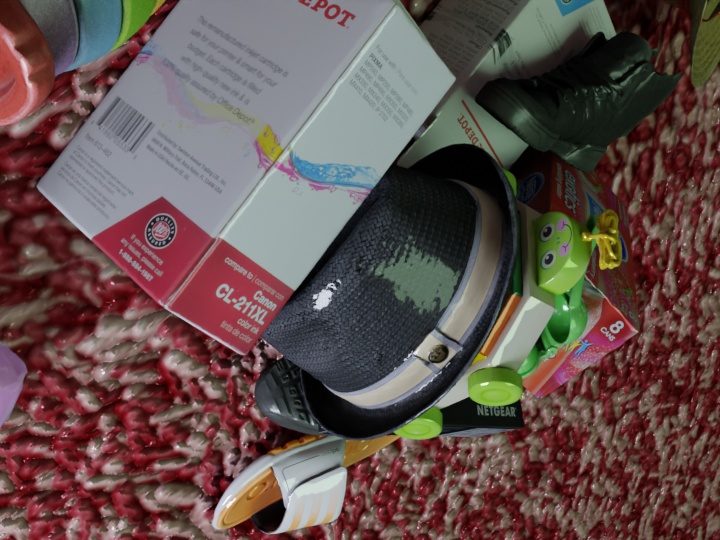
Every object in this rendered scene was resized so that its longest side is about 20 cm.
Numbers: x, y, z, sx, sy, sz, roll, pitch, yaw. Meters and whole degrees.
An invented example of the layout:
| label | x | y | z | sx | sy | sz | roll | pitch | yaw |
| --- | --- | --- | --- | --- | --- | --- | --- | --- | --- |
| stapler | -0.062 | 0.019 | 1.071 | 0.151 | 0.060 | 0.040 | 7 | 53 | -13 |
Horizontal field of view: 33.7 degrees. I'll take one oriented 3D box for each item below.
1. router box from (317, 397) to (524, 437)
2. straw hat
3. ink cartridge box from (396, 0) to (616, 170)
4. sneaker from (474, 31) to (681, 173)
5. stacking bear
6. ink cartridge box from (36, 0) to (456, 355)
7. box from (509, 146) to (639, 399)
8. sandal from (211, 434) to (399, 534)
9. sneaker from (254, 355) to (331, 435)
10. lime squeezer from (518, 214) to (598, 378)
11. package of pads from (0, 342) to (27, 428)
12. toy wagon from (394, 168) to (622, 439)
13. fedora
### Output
| label | x | y | z | sx | sy | sz | roll | pitch | yaw |
| --- | --- | --- | --- | --- | --- | --- | --- | --- | --- |
| router box | 0.042 | 0.044 | 0.897 | 0.200 | 0.052 | 0.158 | 10 | 69 | -51 |
| straw hat | 0.264 | -0.250 | 0.947 | 0.201 | 0.085 | 0.201 | -50 | 154 | -36 |
| ink cartridge box | 0.088 | -0.138 | 0.859 | 0.200 | 0.068 | 0.116 | -50 | 144 | -5 |
| sneaker | 0.158 | -0.129 | 0.831 | 0.104 | 0.060 | 0.200 | -53 | 151 | 14 |
| stacking bear | -0.128 | -0.166 | 0.573 | 0.200 | 0.114 | 0.122 | -41 | 101 | -32 |
| ink cartridge box | -0.065 | -0.078 | 0.675 | 0.200 | 0.146 | 0.083 | -52 | 141 | -1 |
| box | 0.138 | -0.013 | 0.887 | 0.095 | 0.200 | 0.100 | -38 | 106 | 25 |
| sandal | -0.024 | 0.169 | 0.978 | 0.206 | 0.059 | 0.079 | -22 | 150 | -31 |
| sneaker | -0.017 | 0.098 | 0.922 | 0.091 | 0.076 | 0.200 | -29 | 161 | 34 |
| lime squeezer | 0.104 | 0.044 | 0.771 | 0.200 | 0.038 | 0.071 | -45 | 153 | 28 |
| package of pads | -0.287 | 0.080 | 0.624 | 0.200 | 0.076 | 0.121 | 14 | 105 | -51 |
| toy wagon | 0.072 | 0.010 | 0.733 | 0.040 | 0.156 | 0.200 | 24 | 143 | -32 |
| fedora | 0.000 | 0.000 | 0.717 | 0.091 | 0.201 | 0.201 | 26 | 100 | -32 |
